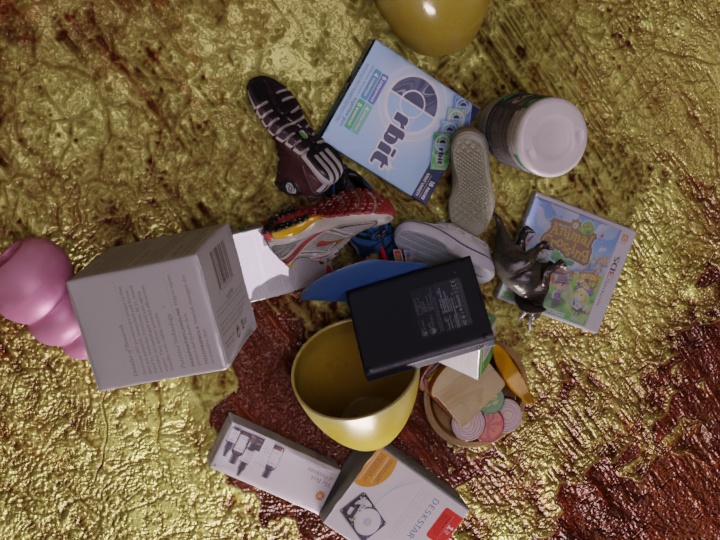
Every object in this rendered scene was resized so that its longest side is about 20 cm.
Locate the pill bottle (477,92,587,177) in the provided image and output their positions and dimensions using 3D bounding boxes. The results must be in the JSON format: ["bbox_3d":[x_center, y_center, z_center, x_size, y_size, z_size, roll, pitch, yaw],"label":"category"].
[{"bbox_3d":[0.251,-0.208,1.621,0.111,0.200,0.115,-3,102,-13],"label":"pill bottle"}]

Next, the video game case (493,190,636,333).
[{"bbox_3d":[0.337,-0.011,1.775,0.197,0.022,0.185,19,96,-17],"label":"video game case"}]

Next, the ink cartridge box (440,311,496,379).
[{"bbox_3d":[0.109,0.081,1.672,0.197,0.105,0.060,23,56,20],"label":"ink cartridge box"}]

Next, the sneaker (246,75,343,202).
[{"bbox_3d":[-0.118,-0.182,1.606,0.075,0.116,0.201,-28,76,-40],"label":"sneaker"}]

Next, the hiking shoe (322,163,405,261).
[{"bbox_3d":[0.009,-0.073,1.644,0.074,0.086,0.201,-43,109,-12],"label":"hiking shoe"}]

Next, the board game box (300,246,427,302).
[{"bbox_3d":[0.000,0.000,1.620,0.198,0.157,0.040,4,65,-48],"label":"board game box"}]

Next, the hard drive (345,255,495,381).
[{"bbox_3d":[0.087,0.070,1.600,0.197,0.033,0.142,-16,64,4],"label":"hard drive"}]

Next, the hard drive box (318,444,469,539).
[{"bbox_3d":[0.051,0.383,1.757,0.199,0.077,0.157,36,92,-18],"label":"hard drive box"}]

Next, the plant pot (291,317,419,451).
[{"bbox_3d":[0.004,0.194,1.664,0.197,0.201,0.143,-23,134,-8],"label":"plant pot"}]

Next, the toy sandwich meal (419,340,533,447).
[{"bbox_3d":[0.191,0.200,1.757,0.201,0.070,0.209,-3,102,-13],"label":"toy sandwich meal"}]

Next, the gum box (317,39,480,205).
[{"bbox_3d":[0.057,-0.225,1.651,0.198,0.045,0.172,29,93,-17],"label":"gum box"}]

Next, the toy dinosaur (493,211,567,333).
[{"bbox_3d":[0.258,-0.004,1.707,0.102,0.077,0.201,-40,110,-10],"label":"toy dinosaur"}]

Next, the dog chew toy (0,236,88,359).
[{"bbox_3d":[-0.437,0.049,1.549,0.124,0.125,0.201,-41,115,-3],"label":"dog chew toy"}]

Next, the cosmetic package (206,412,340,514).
[{"bbox_3d":[-0.137,0.306,1.709,0.198,0.051,0.083,27,95,-17],"label":"cosmetic package"}]

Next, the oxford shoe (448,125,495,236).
[{"bbox_3d":[0.171,-0.138,1.669,0.074,0.058,0.202,-1,131,7],"label":"oxford shoe"}]

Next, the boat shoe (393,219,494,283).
[{"bbox_3d":[0.128,-0.041,1.685,0.198,0.068,0.073,28,136,-35],"label":"boat shoe"}]

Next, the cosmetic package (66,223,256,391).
[{"bbox_3d":[-0.276,0.049,1.531,0.196,0.168,0.169,-11,106,13],"label":"cosmetic package"}]

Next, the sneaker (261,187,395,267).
[{"bbox_3d":[-0.041,-0.061,1.580,0.197,0.078,0.083,-14,120,18],"label":"sneaker"}]

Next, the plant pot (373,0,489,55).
[{"bbox_3d":[0.107,-0.399,1.561,0.197,0.201,0.143,-22,131,-8],"label":"plant pot"}]

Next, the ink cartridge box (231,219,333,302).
[{"bbox_3d":[-0.146,-0.017,1.642,0.197,0.050,0.111,-14,104,-12],"label":"ink cartridge box"}]
